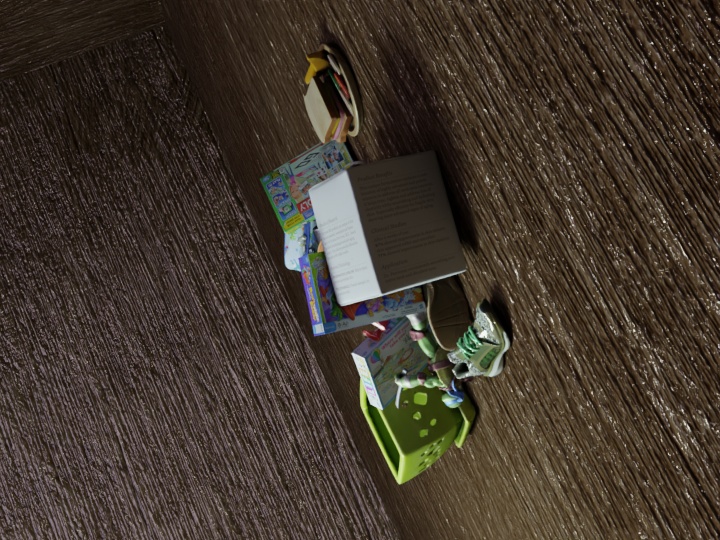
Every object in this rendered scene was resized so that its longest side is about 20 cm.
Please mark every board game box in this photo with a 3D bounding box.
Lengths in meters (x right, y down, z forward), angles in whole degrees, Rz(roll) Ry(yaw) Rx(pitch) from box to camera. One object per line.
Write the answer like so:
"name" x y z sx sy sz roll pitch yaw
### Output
"board game box" -0.099 -0.183 1.954 0.135 0.199 0.029 64 -169 16
"board game box" 0.004 0.025 1.577 0.045 0.199 0.136 -18 84 63
"board game box" 0.078 0.147 1.747 0.034 0.200 0.135 19 139 42

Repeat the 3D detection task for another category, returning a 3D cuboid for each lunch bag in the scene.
"lunch bag" -0.086 -0.077 2.060 0.082 0.200 0.162 5 93 32

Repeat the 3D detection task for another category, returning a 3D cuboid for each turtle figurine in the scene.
"turtle figurine" 0.121 0.157 1.710 0.200 0.143 0.195 173 84 -86

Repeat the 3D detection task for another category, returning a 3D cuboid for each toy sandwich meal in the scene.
"toy sandwich meal" -0.061 -0.340 1.799 0.205 0.070 0.206 157 90 -78

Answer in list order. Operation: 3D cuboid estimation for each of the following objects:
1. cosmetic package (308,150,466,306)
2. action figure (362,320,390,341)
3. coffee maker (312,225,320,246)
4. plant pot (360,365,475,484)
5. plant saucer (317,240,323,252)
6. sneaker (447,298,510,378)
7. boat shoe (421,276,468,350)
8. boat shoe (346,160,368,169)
"cosmetic package" 0.041 -0.066 1.490 0.166 0.166 0.201 -18 86 64
"action figure" 0.064 0.041 1.723 0.051 0.200 0.066 29 140 9
"coffee maker" -0.027 -0.015 1.951 0.135 0.191 0.201 -84 -25 -80
"plant pot" 0.118 0.286 1.879 0.199 0.180 0.201 90 154 -62
"plant saucer" 0.000 0.000 1.830 0.199 0.038 0.201 17 133 19
"sneaker" 0.187 0.124 1.504 0.201 0.088 0.077 84 160 -52
"boat shoe" 0.138 0.039 1.629 0.072 0.072 0.201 -168 60 -84
"boat shoe" 0.022 -0.103 1.645 0.066 0.057 0.200 1 138 37
